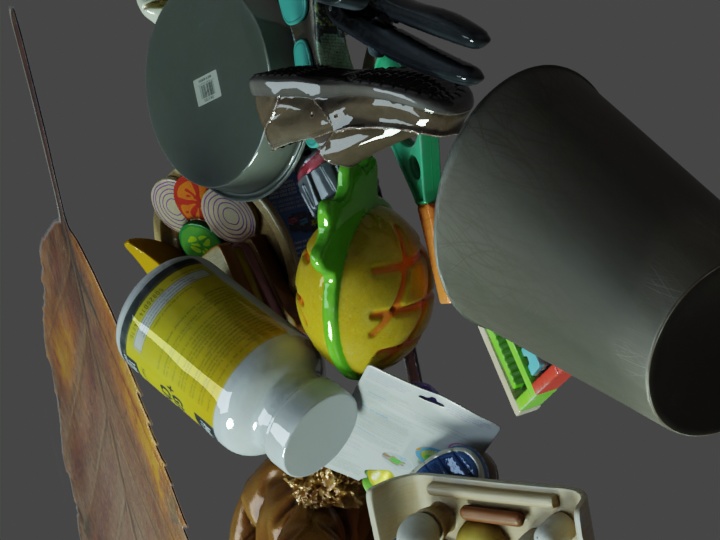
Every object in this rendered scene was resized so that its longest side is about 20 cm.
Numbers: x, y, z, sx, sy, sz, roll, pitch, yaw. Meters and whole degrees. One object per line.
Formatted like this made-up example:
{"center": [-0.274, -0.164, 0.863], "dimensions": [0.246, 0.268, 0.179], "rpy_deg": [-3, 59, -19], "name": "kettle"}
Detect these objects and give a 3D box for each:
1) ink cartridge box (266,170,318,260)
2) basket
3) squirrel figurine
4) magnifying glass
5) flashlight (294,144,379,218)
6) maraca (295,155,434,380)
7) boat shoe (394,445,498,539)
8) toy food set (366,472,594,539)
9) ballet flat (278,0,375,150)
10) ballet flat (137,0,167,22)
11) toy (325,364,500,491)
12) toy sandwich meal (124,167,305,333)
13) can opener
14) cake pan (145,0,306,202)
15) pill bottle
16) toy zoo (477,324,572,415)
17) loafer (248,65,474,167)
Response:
{"center": [-0.082, -0.084, 1.715], "dimensions": [0.136, 0.076, 0.200], "rpy_deg": [-148, 47, -61], "name": "ink cartridge box"}
{"center": [0.151, 0.000, 1.091], "dimensions": [0.200, 0.136, 0.180], "rpy_deg": [42, 138, 49], "name": "basket"}
{"center": [-0.042, 0.217, 1.704], "dimensions": [0.187, 0.141, 0.200], "rpy_deg": [-83, 7, -74], "name": "squirrel figurine"}
{"center": [0.048, -0.073, 1.457], "dimensions": [0.080, 0.022, 0.200], "rpy_deg": [-2, 105, 69], "name": "magnifying glass"}
{"center": [-0.051, -0.144, 1.582], "dimensions": [0.068, 0.068, 0.200], "rpy_deg": [-33, 76, 29], "name": "flashlight"}
{"center": [0.000, 0.000, 1.481], "dimensions": [0.107, 0.137, 0.200], "rpy_deg": [7, 140, 20], "name": "maraca"}
{"center": [0.068, 0.211, 1.541], "dimensions": [0.072, 0.072, 0.200], "rpy_deg": [58, 136, 30], "name": "boat shoe"}
{"center": [0.098, 0.235, 1.422], "dimensions": [0.200, 0.060, 0.144], "rpy_deg": [1, 109, 42], "name": "toy food set"}
{"center": [-0.026, -0.195, 1.489], "dimensions": [0.074, 0.074, 0.200], "rpy_deg": [-167, 67, -67], "name": "ballet flat"}
{"center": [-0.185, -0.281, 1.817], "dimensions": [0.200, 0.074, 0.074], "rpy_deg": [93, 152, -44], "name": "ballet flat"}
{"center": [0.042, 0.131, 1.557], "dimensions": [0.200, 0.115, 0.047], "rpy_deg": [115, 180, -56], "name": "toy"}
{"center": [-0.130, 0.004, 1.669], "dimensions": [0.205, 0.070, 0.205], "rpy_deg": [23, 126, 36], "name": "toy sandwich meal"}
{"center": [0.028, -0.176, 1.373], "dimensions": [0.200, 0.079, 0.063], "rpy_deg": [37, 132, 45], "name": "can opener"}
{"center": [-0.116, -0.156, 1.581], "dimensions": [0.200, 0.037, 0.200], "rpy_deg": [9, 103, 47], "name": "cake pan"}
{"center": [-0.099, 0.080, 1.539], "dimensions": [0.200, 0.112, 0.112], "rpy_deg": [36, 142, 33], "name": "pill bottle"}
{"center": [0.122, 0.011, 1.326], "dimensions": [0.200, 0.020, 0.131], "rpy_deg": [122, 128, -65], "name": "toy zoo"}
{"center": [0.003, -0.113, 1.402], "dimensions": [0.200, 0.073, 0.071], "rpy_deg": [9, 110, 43], "name": "loafer"}
